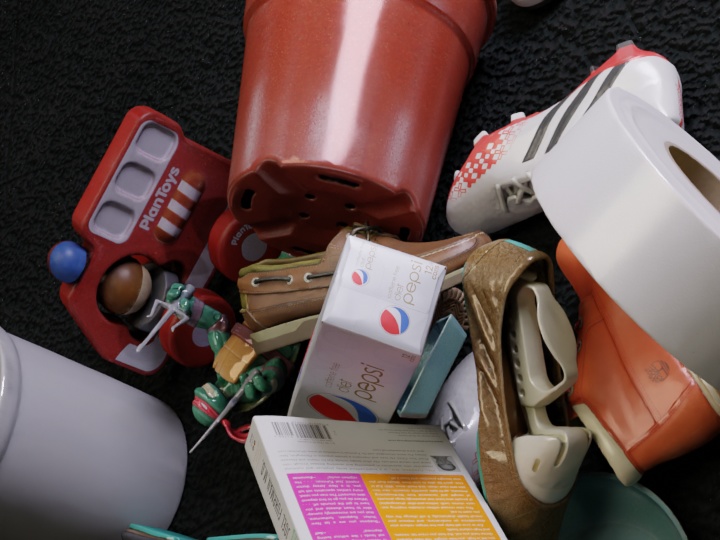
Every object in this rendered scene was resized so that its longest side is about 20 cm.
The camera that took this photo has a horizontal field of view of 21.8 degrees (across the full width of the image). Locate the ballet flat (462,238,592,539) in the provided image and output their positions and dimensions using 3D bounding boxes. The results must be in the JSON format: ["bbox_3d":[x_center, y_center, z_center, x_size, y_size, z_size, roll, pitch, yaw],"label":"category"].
[{"bbox_3d":[0.109,0.079,1.159,0.072,0.067,0.202,-9,86,53],"label":"ballet flat"}]

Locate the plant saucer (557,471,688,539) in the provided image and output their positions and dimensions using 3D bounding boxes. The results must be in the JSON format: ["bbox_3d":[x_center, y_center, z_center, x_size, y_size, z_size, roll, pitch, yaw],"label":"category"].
[{"bbox_3d":[0.140,0.228,1.170,0.199,0.036,0.202,-26,51,37],"label":"plant saucer"}]

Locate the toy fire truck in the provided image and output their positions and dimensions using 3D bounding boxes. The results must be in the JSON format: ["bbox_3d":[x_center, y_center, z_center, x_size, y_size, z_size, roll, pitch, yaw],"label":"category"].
[{"bbox_3d":[-0.172,-0.020,1.543,0.201,0.167,0.112,-59,39,5],"label":"toy fire truck"}]

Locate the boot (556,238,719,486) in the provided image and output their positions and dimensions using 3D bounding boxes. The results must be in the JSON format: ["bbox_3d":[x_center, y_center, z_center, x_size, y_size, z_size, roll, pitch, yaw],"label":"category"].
[{"bbox_3d":[0.159,0.048,1.200,0.107,0.075,0.201,-39,43,8],"label":"boot"}]

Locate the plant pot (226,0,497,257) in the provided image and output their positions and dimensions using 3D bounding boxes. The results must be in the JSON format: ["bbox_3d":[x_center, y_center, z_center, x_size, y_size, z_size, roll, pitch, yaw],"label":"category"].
[{"bbox_3d":[-0.010,-0.123,1.383,0.200,0.200,0.197,-15,54,42],"label":"plant pot"}]

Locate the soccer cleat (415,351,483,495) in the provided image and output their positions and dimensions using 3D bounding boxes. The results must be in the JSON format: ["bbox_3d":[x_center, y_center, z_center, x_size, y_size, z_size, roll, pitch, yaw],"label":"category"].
[{"bbox_3d":[0.043,0.144,1.283,0.068,0.085,0.202,23,87,51],"label":"soccer cleat"}]

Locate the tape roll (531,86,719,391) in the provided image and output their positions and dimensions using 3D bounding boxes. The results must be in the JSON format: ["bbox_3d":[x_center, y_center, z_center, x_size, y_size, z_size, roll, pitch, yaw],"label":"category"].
[{"bbox_3d":[0.197,-0.015,1.112,0.071,0.202,0.203,-46,42,17],"label":"tape roll"}]

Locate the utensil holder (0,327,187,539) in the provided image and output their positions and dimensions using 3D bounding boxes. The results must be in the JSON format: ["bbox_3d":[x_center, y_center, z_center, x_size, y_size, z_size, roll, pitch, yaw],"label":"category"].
[{"bbox_3d":[-0.265,0.151,1.527,0.169,0.199,0.172,-25,51,37],"label":"utensil holder"}]

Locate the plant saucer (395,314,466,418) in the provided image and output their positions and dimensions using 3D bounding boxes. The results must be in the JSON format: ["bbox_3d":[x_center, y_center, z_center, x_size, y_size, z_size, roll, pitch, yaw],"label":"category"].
[{"bbox_3d":[0.046,0.066,1.234,0.070,0.019,0.200,-63,0,-3],"label":"plant saucer"}]

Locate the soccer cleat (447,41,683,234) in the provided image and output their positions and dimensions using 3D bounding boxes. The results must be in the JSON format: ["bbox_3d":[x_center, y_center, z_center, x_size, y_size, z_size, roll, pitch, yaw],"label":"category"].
[{"bbox_3d":[0.141,-0.076,1.300,0.199,0.068,0.086,-35,43,24],"label":"soccer cleat"}]

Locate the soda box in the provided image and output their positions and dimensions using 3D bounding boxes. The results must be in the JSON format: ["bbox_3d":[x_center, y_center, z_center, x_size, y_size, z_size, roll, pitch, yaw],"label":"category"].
[{"bbox_3d":[0.001,0.052,1.219,0.200,0.067,0.064,111,177,-65],"label":"soda box"}]

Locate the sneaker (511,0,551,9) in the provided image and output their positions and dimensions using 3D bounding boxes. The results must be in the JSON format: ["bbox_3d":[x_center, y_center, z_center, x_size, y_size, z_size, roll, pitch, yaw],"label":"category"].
[{"bbox_3d":[0.143,-0.303,1.388,0.201,0.120,0.084,-59,40,6],"label":"sneaker"}]

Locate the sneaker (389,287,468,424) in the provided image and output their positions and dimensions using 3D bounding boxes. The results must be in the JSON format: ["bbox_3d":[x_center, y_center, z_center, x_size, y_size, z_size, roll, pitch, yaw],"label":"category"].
[{"bbox_3d":[-0.007,0.088,1.378,0.108,0.070,0.201,25,82,46],"label":"sneaker"}]

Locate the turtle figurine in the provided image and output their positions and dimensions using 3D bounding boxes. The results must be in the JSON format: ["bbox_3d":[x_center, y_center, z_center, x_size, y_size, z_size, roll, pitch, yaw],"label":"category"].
[{"bbox_3d":[-0.089,0.053,1.469,0.149,0.101,0.201,30,77,36],"label":"turtle figurine"}]

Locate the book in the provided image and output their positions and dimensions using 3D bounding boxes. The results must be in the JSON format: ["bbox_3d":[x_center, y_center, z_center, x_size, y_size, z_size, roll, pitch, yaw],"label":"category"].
[{"bbox_3d":[0.014,0.157,1.143,0.200,0.132,0.048,-117,38,-57],"label":"book"}]

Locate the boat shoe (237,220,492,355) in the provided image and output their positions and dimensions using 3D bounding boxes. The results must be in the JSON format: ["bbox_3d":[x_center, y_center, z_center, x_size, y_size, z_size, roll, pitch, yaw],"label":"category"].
[{"bbox_3d":[0.000,0.000,1.313,0.198,0.072,0.069,-19,89,19],"label":"boat shoe"}]

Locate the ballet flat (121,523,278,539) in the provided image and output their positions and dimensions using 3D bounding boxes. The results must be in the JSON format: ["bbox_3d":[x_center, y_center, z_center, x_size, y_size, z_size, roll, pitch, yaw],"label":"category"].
[{"bbox_3d":[-0.122,0.233,1.431,0.199,0.073,0.074,-3,67,44],"label":"ballet flat"}]
